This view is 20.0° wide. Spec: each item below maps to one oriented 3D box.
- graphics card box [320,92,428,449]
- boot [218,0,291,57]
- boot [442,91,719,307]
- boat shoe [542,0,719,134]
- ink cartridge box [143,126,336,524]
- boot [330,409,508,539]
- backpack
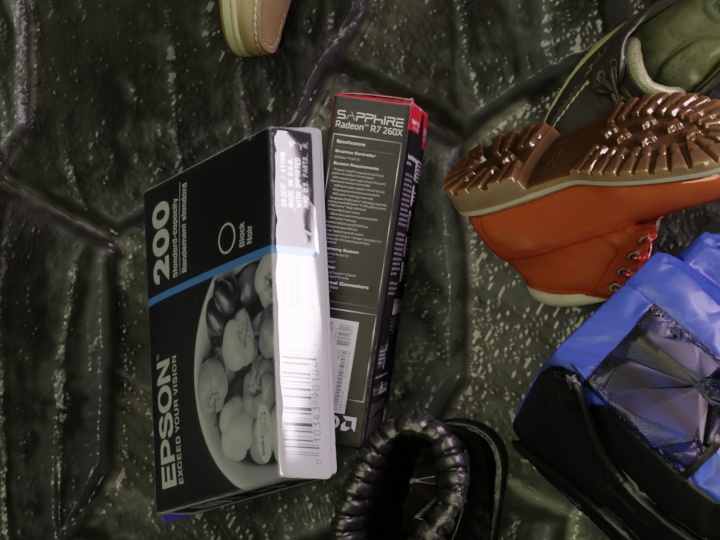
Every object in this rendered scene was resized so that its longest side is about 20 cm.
[{"bbox_3d":[0.000,0.000,1.195,0.051,0.125,0.201,7,92,5],"label":"graphics card box"},{"bbox_3d":[0.005,-0.214,1.226,0.154,0.072,0.201,15,90,13],"label":"boot"},{"bbox_3d":[0.151,-0.035,1.151,0.199,0.075,0.107,-10,120,46],"label":"boot"},{"bbox_3d":[0.168,-0.116,1.169,0.201,0.066,0.072,-43,85,25],"label":"boat shoe"},{"bbox_3d":[-0.085,0.037,1.178,0.200,0.043,0.199,-24,65,54],"label":"ink cartridge box"},{"bbox_3d":[0.034,0.184,1.167,0.079,0.158,0.212,1,89,13],"label":"boot"},{"bbox_3d":[0.208,0.093,1.128,0.168,0.163,0.200,-43,78,-11],"label":"backpack"}]
